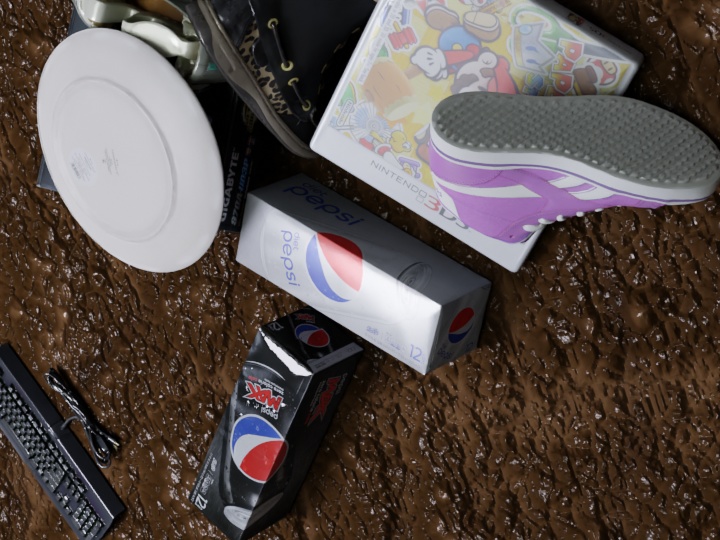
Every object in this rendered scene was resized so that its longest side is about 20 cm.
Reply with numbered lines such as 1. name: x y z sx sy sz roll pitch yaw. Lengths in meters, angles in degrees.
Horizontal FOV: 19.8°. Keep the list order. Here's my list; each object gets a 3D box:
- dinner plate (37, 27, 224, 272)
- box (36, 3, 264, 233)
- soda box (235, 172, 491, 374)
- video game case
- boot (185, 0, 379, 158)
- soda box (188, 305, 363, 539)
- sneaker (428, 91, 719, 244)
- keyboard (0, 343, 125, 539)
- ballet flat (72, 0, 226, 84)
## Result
1. dinner plate: -0.186 -0.089 1.602 0.199 0.024 0.201 21 124 34
2. box: -0.163 -0.126 1.658 0.199 0.046 0.160 14 93 37
3. soda box: 0.000 0.000 1.583 0.199 0.068 0.064 31 124 30
4. video game case: 0.078 -0.118 1.463 0.181 0.023 0.201 31 126 4
5. boot: -0.024 -0.173 1.515 0.150 0.200 0.073 -34 53 7
6. soda box: -0.071 0.128 1.690 0.063 0.071 0.201 39 127 22
7. sneaker: 0.147 -0.062 1.422 0.199 0.073 0.115 11 143 10
8. keyboard: -0.285 0.154 1.921 0.200 0.021 0.127 51 132 13
9. ballet flat: -0.174 -0.200 1.597 0.199 0.064 0.068 29 117 32
